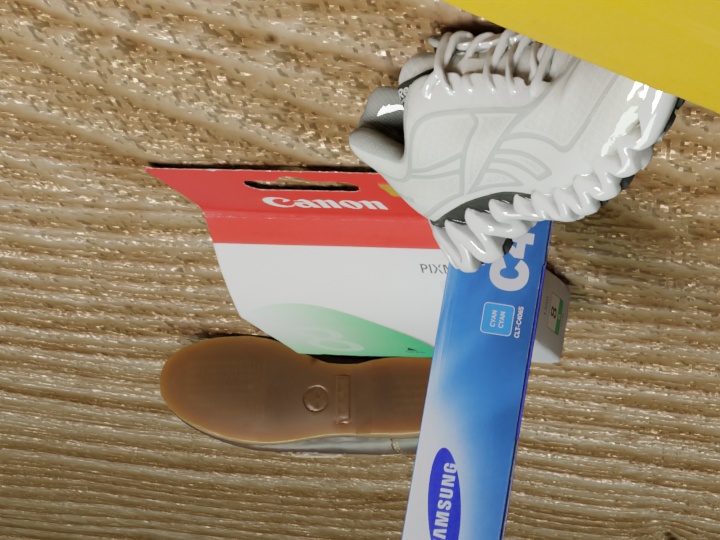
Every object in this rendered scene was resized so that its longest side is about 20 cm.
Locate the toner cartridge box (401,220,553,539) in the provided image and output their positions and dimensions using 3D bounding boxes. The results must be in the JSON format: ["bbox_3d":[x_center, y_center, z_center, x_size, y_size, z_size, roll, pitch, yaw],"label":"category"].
[{"bbox_3d":[0.052,0.042,1.027,0.043,0.202,0.095,9,165,5],"label":"toner cartridge box"}]

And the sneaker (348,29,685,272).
[{"bbox_3d":[0.060,-0.061,0.898,0.081,0.075,0.200,39,150,-11],"label":"sneaker"}]

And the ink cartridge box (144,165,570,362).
[{"bbox_3d":[0.000,0.000,1.211,0.160,0.051,0.200,2,166,26],"label":"ink cartridge box"}]

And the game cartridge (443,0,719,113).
[{"bbox_3d":[0.113,-0.109,0.709,0.199,0.033,0.176,17,154,-35],"label":"game cartridge"}]

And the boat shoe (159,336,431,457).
[{"bbox_3d":[-0.027,0.088,1.513,0.198,0.071,0.070,7,162,8],"label":"boat shoe"}]
